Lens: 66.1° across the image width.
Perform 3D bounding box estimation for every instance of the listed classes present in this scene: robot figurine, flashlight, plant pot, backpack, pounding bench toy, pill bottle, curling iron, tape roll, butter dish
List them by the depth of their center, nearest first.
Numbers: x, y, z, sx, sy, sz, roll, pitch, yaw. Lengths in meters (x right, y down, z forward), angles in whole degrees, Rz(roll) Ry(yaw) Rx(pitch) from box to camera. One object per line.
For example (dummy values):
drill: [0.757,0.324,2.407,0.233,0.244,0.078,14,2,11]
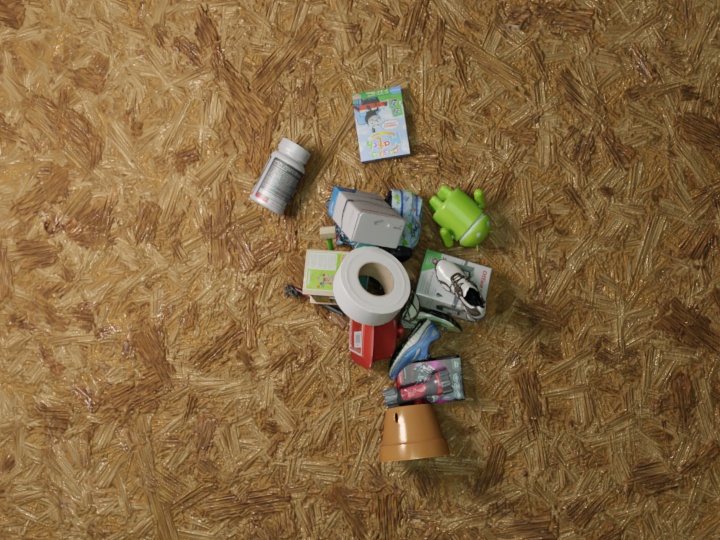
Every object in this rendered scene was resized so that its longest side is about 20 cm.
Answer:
tape roll: [0.029,0.039,1.458,0.198,0.071,0.206,10,56,-15]
plant pot: [0.144,0.458,1.565,0.196,0.200,0.143,-8,72,4]
flashlight: [0.161,0.337,1.566,0.196,0.068,0.069,-15,90,4]
butter dish: [0.054,0.172,1.584,0.145,0.200,0.204,3,90,-17]
robot figurine: [0.288,-0.152,1.588,0.200,0.116,0.176,43,80,3]
backpack: [0.112,-0.132,1.591,0.150,0.163,0.204,-10,82,-5]
pounding bench toy: [-0.085,-0.011,1.597,0.121,0.156,0.204,3,77,5]
pill bottle: [-0.232,-0.275,1.628,0.113,0.114,0.202,29,91,4]
curling iron: [-0.141,0.093,1.658,0.197,0.026,0.050,23,54,0]

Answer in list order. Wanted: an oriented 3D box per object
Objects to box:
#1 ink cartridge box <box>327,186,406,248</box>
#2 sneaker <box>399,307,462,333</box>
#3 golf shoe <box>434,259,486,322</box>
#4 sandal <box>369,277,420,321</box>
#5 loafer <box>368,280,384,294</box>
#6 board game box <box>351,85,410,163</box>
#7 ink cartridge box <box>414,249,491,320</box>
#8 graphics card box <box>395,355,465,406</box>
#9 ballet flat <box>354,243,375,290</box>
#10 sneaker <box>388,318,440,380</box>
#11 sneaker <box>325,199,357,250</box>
ink cartridge box: [0.013,-0.146,1.494,0.142,0.200,0.086,7,114,-26]
sneaker: [0.198,0.162,1.622,0.196,0.077,0.090,16,104,9]
golf shoe: [0.276,0.039,1.489,0.077,0.095,0.201,-33,72,-14]
sandal: [0.098,0.059,1.560,0.200,0.054,0.082,43,99,27]
loafer: [0.076,0.030,1.621,0.198,0.075,0.070,31,96,4]
board game box: [0.061,-0.432,1.647,0.148,0.037,0.204,-9,90,3]
ink cartridge box: [0.262,0.043,1.583,0.196,0.084,0.148,16,67,4]
graphics card box: [0.202,0.324,1.622,0.196,0.051,0.128,-6,89,3]
ballet flat: [0.000,0.000,1.571,0.068,0.070,0.204,9,66,4]
sneaker: [0.153,0.237,1.567,0.089,0.079,0.201,39,98,-3]
sneaker: [-0.048,-0.118,1.631,0.095,0.079,0.201,-41,87,5]
